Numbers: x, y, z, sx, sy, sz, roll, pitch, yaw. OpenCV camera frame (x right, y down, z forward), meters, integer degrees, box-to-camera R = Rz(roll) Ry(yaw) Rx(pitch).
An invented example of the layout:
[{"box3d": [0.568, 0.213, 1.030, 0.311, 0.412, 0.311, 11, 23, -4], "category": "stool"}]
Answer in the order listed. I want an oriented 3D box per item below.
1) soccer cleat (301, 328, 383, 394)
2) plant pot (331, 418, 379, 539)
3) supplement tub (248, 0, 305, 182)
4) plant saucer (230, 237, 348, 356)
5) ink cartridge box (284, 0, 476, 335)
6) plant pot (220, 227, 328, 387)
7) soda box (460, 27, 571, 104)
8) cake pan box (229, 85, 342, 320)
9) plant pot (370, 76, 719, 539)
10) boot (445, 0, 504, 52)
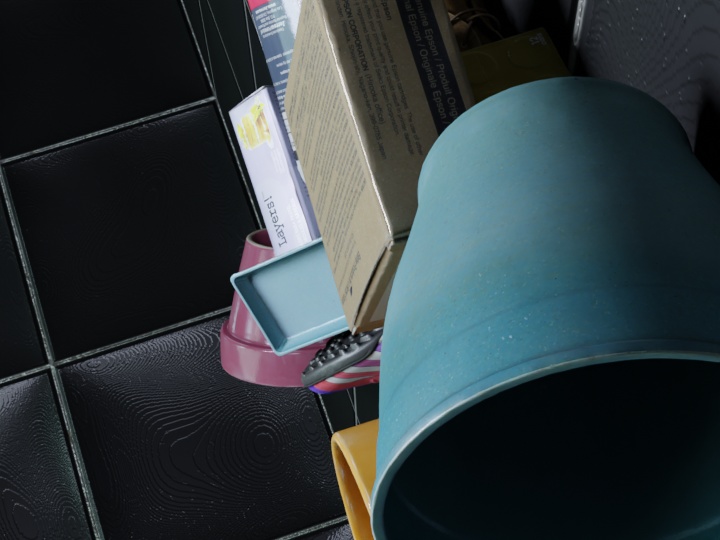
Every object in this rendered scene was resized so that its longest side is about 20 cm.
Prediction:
[{"box3d": [0.047, 0.053, 1.119, 0.073, 0.199, 0.068, 56, -155, -14], "category": "soccer cleat"}, {"box3d": [0.098, 0.169, 0.992, 0.200, 0.182, 0.202, 162, 90, -83], "category": "plant pot"}, {"box3d": [0.007, -0.139, 1.130, 0.140, 0.139, 0.202, -157, 50, -80], "category": "supplement tub"}, {"box3d": [0.000, 0.000, 1.098, 0.070, 0.199, 0.019, 59, -143, -12], "category": "plant saucer"}, {"box3d": [0.015, -0.071, 0.943, 0.200, 0.074, 0.166, 114, 140, -72], "category": "ink cartridge box"}, {"box3d": [-0.091, 0.042, 2.147, 0.200, 0.198, 0.181, -128, 37, -69], "category": "plant pot"}, {"box3d": [0.108, -0.040, 0.888, 0.064, 0.067, 0.201, 83, 167, -52], "category": "soda box"}, {"box3d": [0.007, -0.053, 1.245, 0.052, 0.199, 0.186, -26, 78, 41], "category": "cake pan box"}, {"box3d": [0.096, 0.025, 0.705, 0.201, 0.198, 0.189, 81, -178, -49], "category": "plant pot"}, {"box3d": [0.066, -0.156, 1.011, 0.075, 0.073, 0.202, -5, 107, 63], "category": "boot"}]
